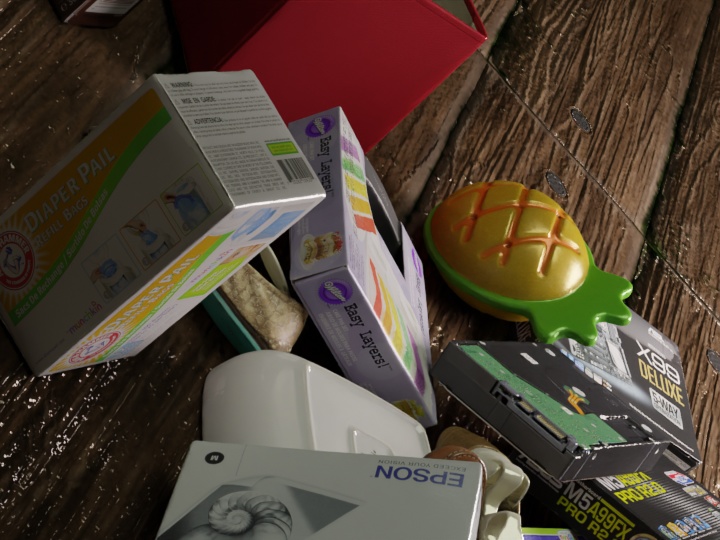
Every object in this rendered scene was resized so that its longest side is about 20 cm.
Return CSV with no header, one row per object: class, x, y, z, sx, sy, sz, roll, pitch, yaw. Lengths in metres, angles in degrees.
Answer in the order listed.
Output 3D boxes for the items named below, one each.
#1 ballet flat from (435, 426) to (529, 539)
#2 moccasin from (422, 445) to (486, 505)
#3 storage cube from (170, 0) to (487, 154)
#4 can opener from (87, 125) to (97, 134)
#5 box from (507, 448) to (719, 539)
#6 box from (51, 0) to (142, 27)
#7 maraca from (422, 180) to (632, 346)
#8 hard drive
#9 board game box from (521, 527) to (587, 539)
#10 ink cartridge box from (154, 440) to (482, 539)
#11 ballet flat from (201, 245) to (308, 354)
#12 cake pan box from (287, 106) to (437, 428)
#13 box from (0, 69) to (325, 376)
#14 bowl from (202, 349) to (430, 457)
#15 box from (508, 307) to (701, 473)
ballet flat,0.092,0.183,1.618,0.068,0.072,0.200,20,46,-19
moccasin,0.040,0.211,1.485,0.074,0.078,0.202,38,66,-31
storage cube,-0.036,-0.221,1.846,0.200,0.180,0.171,27,30,-38
can opener,-0.131,-0.088,1.720,0.200,0.053,0.067,2,88,-57
box,0.221,0.186,1.849,0.160,0.044,0.200,40,16,21
box,-0.224,-0.300,1.753,0.075,0.100,0.200,-5,61,-58
maraca,0.142,-0.005,1.931,0.137,0.107,0.200,-30,56,-33
hard drive,0.153,0.110,1.788,0.140,0.038,0.200,39,15,23
board game box,0.148,0.265,1.720,0.200,0.045,0.135,10,49,-53
ink cartridge box,-0.032,0.187,1.394,0.200,0.199,0.041,-76,167,-53
ballet flat,-0.110,-0.021,1.630,0.065,0.070,0.200,-43,105,-22
cake pan box,0.000,0.000,1.732,0.200,0.052,0.184,-93,162,-50
box,-0.141,-0.030,1.457,0.112,0.200,0.102,-11,66,-58
bowl,-0.015,0.151,1.578,0.200,0.075,0.200,31,34,-33
box,0.216,0.084,2.029,0.200,0.050,0.158,36,32,-28
